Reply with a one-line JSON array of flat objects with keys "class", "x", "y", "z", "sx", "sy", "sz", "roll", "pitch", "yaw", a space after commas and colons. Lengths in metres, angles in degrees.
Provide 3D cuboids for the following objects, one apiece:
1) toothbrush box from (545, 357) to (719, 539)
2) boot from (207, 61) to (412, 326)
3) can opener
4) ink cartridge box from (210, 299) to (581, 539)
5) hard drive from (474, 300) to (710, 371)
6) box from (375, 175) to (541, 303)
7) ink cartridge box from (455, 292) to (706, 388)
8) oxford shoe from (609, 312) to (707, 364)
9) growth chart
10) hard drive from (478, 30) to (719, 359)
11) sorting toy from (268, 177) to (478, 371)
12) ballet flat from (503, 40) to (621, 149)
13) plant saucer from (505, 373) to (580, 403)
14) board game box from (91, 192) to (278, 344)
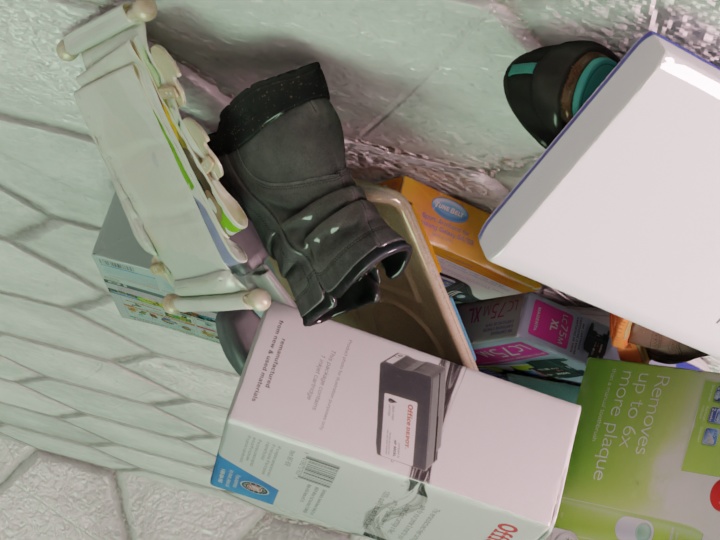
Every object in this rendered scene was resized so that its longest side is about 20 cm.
[{"class": "toothbrush box", "x": 0.224, "y": 0.143, "z": 1.099, "sx": 0.086, "sy": 0.146, "sz": 0.200, "roll": 26, "pitch": 167, "yaw": -41}, {"class": "boot", "x": -0.051, "y": -0.025, "z": 1.006, "sx": 0.070, "sy": 0.132, "sz": 0.200, "roll": -24, "pitch": 176, "yaw": -25}, {"class": "can opener", "x": -0.088, "y": -0.009, "z": 1.135, "sx": 0.200, "sy": 0.066, "sz": 0.053, "roll": 57, "pitch": 158, "yaw": -14}, {"class": "ink cartridge box", "x": 0.018, "y": 0.109, "z": 1.070, "sx": 0.199, "sy": 0.085, "sz": 0.145, "roll": 19, "pitch": 156, "yaw": -2}, {"class": "hard drive", "x": 0.152, "y": 0.056, "z": 1.348, "sx": 0.199, "sy": 0.026, "sz": 0.132, "roll": 5, "pitch": 161, "yaw": 38}, {"class": "box", "x": 0.028, "y": -0.014, "z": 1.199, "sx": 0.119, "sy": 0.042, "sz": 0.200, "roll": 23, "pitch": 167, "yaw": -24}, {"class": "ink cartridge box", "x": 0.156, "y": 0.070, "z": 1.263, "sx": 0.199, "sy": 0.042, "sz": 0.119, "roll": 21, "pitch": 162, "yaw": -29}, {"class": "oxford shoe", "x": 0.197, "y": 0.019, "z": 1.103, "sx": 0.073, "sy": 0.072, "sz": 0.200, "roll": 2, "pitch": 171, "yaw": 13}, {"class": "growth chart", "x": -0.114, "y": -0.058, "z": 1.002, "sx": 0.144, "sy": 0.018, "sz": 0.201, "roll": 5, "pitch": 121, "yaw": 55}, {"class": "hard drive", "x": 0.174, "y": -0.025, "z": 0.853, "sx": 0.199, "sy": 0.025, "sz": 0.132, "roll": 22, "pitch": 121, "yaw": -32}, {"class": "sorting toy", "x": 0.000, "y": 0.000, "z": 1.120, "sx": 0.185, "sy": 0.036, "sz": 0.200, "roll": 19, "pitch": 146, "yaw": 48}, {"class": "ballet flat", "x": 0.140, "y": -0.055, "z": 0.891, "sx": 0.068, "sy": 0.068, "sz": 0.200, "roll": 14, "pitch": 159, "yaw": 48}, {"class": "plant saucer", "x": 0.201, "y": 0.108, "z": 1.253, "sx": 0.199, "sy": 0.019, "sz": 0.070, "roll": 11, "pitch": 163, "yaw": 8}, {"class": "board game box", "x": -0.123, "y": 0.006, "z": 1.385, "sx": 0.147, "sy": 0.065, "sz": 0.200, "roll": 16, "pitch": 164, "yaw": 2}]
